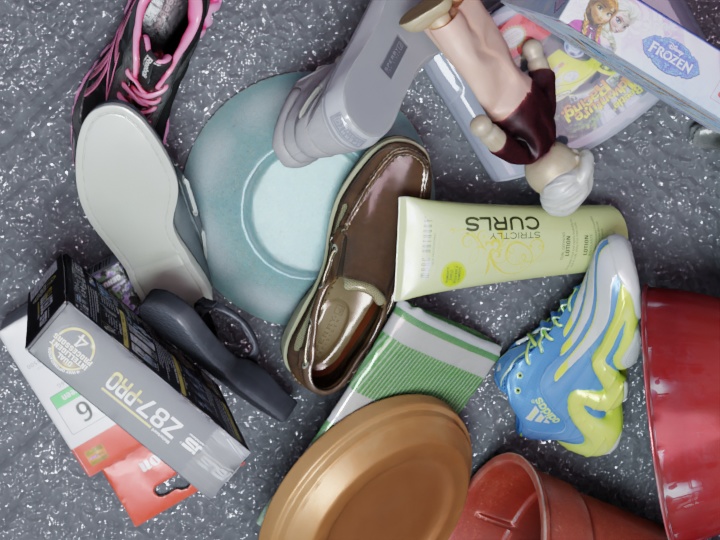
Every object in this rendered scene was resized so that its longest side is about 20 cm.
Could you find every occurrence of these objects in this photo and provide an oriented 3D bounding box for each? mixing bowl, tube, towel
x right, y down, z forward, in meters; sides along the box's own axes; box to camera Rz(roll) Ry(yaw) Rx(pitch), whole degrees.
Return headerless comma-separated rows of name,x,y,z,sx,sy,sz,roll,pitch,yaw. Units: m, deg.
mixing bowl,0.275,0.104,1.289,0.107,0.200,0.202,-7,104,13
tube,0.111,-0.019,1.302,0.198,0.052,0.058,-3,61,-30
towel,0.016,0.122,1.332,0.201,0.023,0.152,-56,145,7

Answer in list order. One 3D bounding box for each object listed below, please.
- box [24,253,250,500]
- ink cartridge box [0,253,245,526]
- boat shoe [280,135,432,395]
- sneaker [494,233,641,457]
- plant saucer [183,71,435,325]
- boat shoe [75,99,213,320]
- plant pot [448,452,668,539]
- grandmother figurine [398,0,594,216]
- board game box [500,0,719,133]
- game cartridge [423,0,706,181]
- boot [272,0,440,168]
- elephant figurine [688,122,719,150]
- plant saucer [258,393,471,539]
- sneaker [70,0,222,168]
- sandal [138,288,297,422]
box,-0.159,0.068,1.203,0.161,0.200,0.049,40,90,-15
ink cartridge box,-0.181,0.099,1.334,0.108,0.050,0.201,-30,103,0
boat shoe,0.006,0.002,1.281,0.074,0.075,0.204,17,105,-17
sneaker,0.158,0.063,1.332,0.104,0.076,0.202,0,122,-1
plant saucer,-0.038,-0.050,1.324,0.199,0.039,0.203,-1,102,-6
boat shoe,-0.157,-0.049,1.266,0.072,0.062,0.201,-13,128,8
plant pot,0.179,0.265,1.348,0.194,0.201,0.202,17,100,-17
grandmother figurine,0.109,-0.126,1.263,0.201,0.060,0.121,55,54,-21
board game box,0.208,-0.150,1.213,0.199,0.200,0.041,29,97,-13
game cartridge,0.160,-0.162,1.325,0.199,0.041,0.134,-34,108,2
boot,0.001,-0.156,1.273,0.074,0.095,0.201,51,48,-21
elephant figurine,0.351,-0.016,1.320,0.140,0.155,0.202,-3,94,-20
plant saucer,0.012,0.188,1.325,0.199,0.037,0.201,-24,134,-27
sneaker,-0.161,-0.142,1.263,0.078,0.095,0.201,20,101,-12
sandal,-0.103,0.054,1.284,0.076,0.200,0.043,29,80,29
